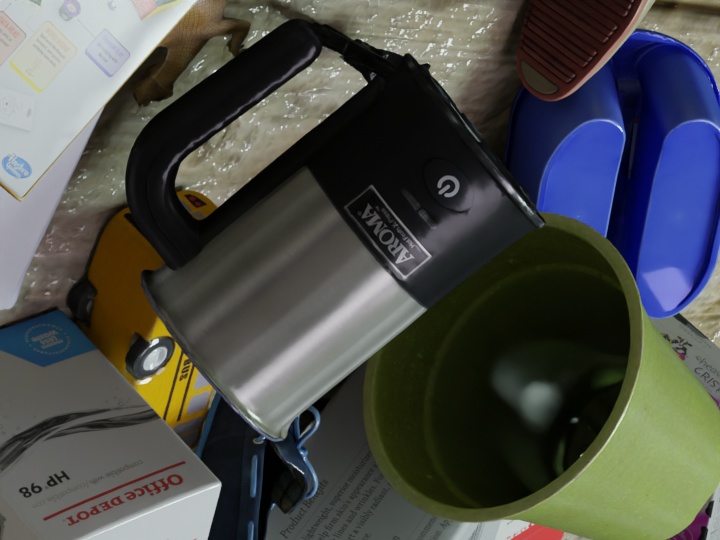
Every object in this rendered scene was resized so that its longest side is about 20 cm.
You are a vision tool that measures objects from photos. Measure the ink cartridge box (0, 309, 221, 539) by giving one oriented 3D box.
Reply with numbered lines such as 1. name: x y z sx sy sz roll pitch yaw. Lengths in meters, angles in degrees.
1. ink cartridge box: -0.158 0.119 1.364 0.116 0.200 0.067 -21 141 -37

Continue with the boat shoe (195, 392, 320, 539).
1. boat shoe: -0.060 0.128 1.483 0.084 0.068 0.200 76 23 -46

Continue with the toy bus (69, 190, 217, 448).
1. toy bus: -0.128 0.054 1.460 0.078 0.065 0.200 -21 142 -38

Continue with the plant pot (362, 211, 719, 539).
1. plant pot: 0.136 0.090 1.574 0.200 0.200 0.190 -50 138 7

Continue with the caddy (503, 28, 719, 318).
1. caddy: 0.165 -0.062 1.627 0.141 0.105 0.200 1 127 -8

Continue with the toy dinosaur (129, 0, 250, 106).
1. toy dinosaur: -0.080 -0.155 1.273 0.101 0.058 0.200 -28 146 -26

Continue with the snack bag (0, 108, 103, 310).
1. snack bag: -0.219 -0.052 1.230 0.200 0.021 0.189 6 122 -42

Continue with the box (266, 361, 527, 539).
1. box: -0.002 0.204 1.669 0.199 0.131 0.200 -51 162 -45

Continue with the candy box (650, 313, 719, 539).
1. candy box: 0.248 0.134 1.955 0.061 0.136 0.200 -31 146 -25

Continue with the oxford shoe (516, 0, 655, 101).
1. oxford shoe: 0.170 -0.189 1.536 0.075 0.070 0.200 0 129 -58

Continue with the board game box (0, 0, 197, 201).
1. board game box: -0.145 -0.152 1.164 0.200 0.040 0.153 -48 137 -5

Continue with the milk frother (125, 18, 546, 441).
1. milk frother: -0.021 -0.035 1.362 0.188 0.181 0.200 -38 174 6

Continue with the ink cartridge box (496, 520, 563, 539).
1. ink cartridge box: 0.103 0.149 1.860 0.116 0.067 0.200 -28 146 -27
